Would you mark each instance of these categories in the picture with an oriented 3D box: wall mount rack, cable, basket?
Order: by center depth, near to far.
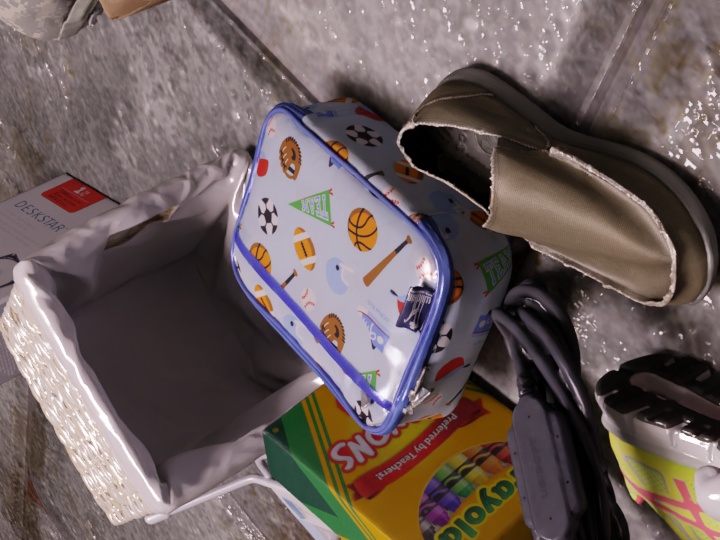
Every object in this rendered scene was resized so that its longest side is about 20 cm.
[{"bbox_3d":[0.117,0.098,0.717,0.163,0.050,0.202,50,-155,-57],"label":"cable"},{"bbox_3d":[-0.133,0.056,0.957,0.201,0.197,0.161,57,151,3],"label":"basket"},{"bbox_3d":[-0.061,0.214,1.014,0.172,0.075,0.201,10,146,36],"label":"wall mount rack"}]

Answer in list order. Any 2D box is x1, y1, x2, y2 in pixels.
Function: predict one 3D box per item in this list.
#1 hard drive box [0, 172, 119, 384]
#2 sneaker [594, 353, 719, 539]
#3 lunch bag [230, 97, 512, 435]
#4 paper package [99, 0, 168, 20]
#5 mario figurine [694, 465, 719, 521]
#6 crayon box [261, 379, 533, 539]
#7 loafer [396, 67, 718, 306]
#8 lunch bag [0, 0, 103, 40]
[{"bbox_3d":[-0.295,0.007,1.135,0.155,0.199,0.078,26,134,40],"label":"hard drive box"},{"bbox_3d":[0.202,0.116,0.655,0.200,0.078,0.091,33,140,53],"label":"sneaker"},{"bbox_3d":[0.000,0.000,0.808,0.200,0.075,0.161,47,130,34],"label":"lunch bag"},{"bbox_3d":[-0.079,-0.256,0.647,0.103,0.190,0.202,-12,105,56],"label":"paper package"},{"bbox_3d":[0.189,0.044,0.534,0.200,0.122,0.107,55,-167,-86],"label":"mario figurine"},{"bbox_3d":[0.048,0.134,0.824,0.199,0.127,0.051,35,146,33],"label":"crayon box"},{"bbox_3d":[0.096,-0.036,0.684,0.199,0.069,0.076,35,139,35],"label":"loafer"},{"bbox_3d":[-0.212,-0.262,0.873,0.200,0.139,0.169,-26,92,58],"label":"lunch bag"}]
